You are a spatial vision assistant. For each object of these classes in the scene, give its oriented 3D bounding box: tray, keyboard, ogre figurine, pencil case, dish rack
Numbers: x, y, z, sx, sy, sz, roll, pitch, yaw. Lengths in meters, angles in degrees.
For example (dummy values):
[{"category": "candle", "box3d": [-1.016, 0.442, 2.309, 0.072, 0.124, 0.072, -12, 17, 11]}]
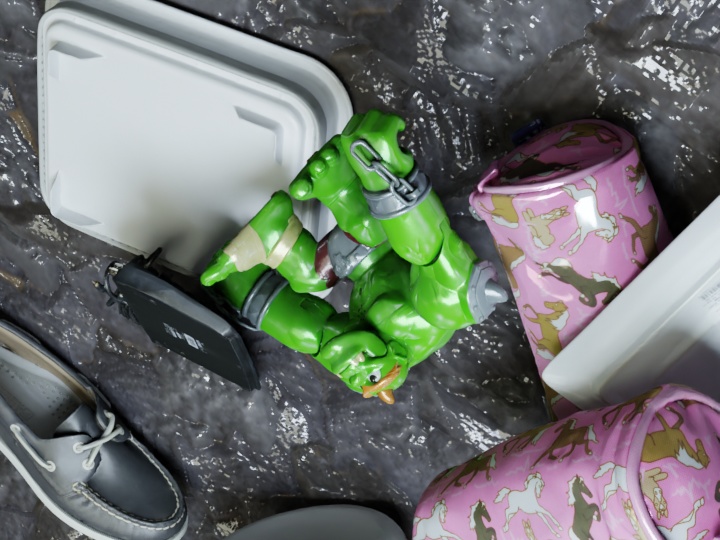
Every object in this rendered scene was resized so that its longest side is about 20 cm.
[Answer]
[{"category": "tray", "box3d": [0.189, 0.020, 0.898, 0.107, 0.022, 0.200, 37, 115, -13]}, {"category": "keyboard", "box3d": [-0.100, 0.019, 1.079, 0.104, 0.040, 0.200, 27, 168, 5]}, {"category": "ogre figurine", "box3d": [0.000, 0.000, 0.971, 0.120, 0.098, 0.200, 42, 126, -5]}, {"category": "pencil case", "box3d": [0.106, 0.119, 0.912, 0.086, 0.083, 0.200, 37, 148, -14]}, {"category": "dish rack", "box3d": [-0.105, -0.064, 1.070, 0.200, 0.044, 0.172, 21, 130, 17]}, {"category": "pencil case", "box3d": [0.122, 0.023, 0.962, 0.086, 0.083, 0.200, 17, 135, 53]}]

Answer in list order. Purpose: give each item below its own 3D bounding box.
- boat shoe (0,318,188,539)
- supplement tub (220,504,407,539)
[{"category": "boat shoe", "box3d": [-0.190, 0.104, 1.230, 0.200, 0.074, 0.060, 41, 140, 12]}, {"category": "supplement tub", "box3d": [-0.020, 0.262, 1.161, 0.145, 0.145, 0.201, -3, 109, 34]}]
